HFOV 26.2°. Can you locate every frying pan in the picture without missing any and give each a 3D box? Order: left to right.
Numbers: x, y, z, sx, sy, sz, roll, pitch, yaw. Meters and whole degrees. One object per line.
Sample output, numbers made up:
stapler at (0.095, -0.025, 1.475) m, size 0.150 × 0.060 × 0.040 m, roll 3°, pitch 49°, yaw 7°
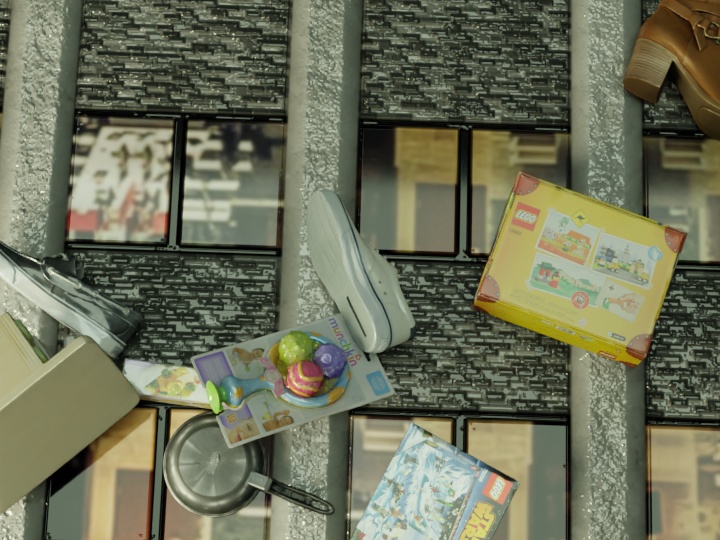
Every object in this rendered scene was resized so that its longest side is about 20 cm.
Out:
frying pan at (-0.133, 0.236, 1.688) m, size 0.190 × 0.031 × 0.115 m, roll 43°, pitch 81°, yaw 11°

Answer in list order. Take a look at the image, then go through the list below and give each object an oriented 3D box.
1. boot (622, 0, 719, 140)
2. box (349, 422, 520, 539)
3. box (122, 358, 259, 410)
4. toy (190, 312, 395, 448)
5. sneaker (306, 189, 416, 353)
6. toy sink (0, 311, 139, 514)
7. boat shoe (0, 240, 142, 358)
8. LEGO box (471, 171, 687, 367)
boot at (0.416, -0.243, 1.783) m, size 0.199 × 0.074 × 0.156 m, roll 29°, pitch 74°, yaw 3°
box at (0.067, 0.285, 1.671) m, size 0.136 × 0.040 × 0.201 m, roll 28°, pitch 78°, yaw 6°
box at (-0.164, 0.131, 1.703) m, size 0.198 × 0.041 × 0.039 m, roll 8°, pitch 77°, yaw 0°
toy at (-0.070, 0.106, 1.667) m, size 0.198 × 0.047 × 0.116 m, roll -18°, pitch 63°, yaw -20°
sneaker at (0.000, 0.000, 1.729) m, size 0.070 × 0.073 × 0.201 m, roll -8°, pitch 67°, yaw -36°
toy sink at (-0.359, 0.134, 1.639) m, size 0.200 × 0.131 × 0.112 m, roll -39°, pitch 51°, yaw -7°
boat shoe at (-0.332, 0.014, 1.711) m, size 0.199 × 0.072 × 0.068 m, roll 35°, pitch 81°, yaw 4°
LEGO box at (0.241, 0.000, 1.719) m, size 0.198 × 0.077 × 0.150 m, roll 21°, pitch 77°, yaw 4°
